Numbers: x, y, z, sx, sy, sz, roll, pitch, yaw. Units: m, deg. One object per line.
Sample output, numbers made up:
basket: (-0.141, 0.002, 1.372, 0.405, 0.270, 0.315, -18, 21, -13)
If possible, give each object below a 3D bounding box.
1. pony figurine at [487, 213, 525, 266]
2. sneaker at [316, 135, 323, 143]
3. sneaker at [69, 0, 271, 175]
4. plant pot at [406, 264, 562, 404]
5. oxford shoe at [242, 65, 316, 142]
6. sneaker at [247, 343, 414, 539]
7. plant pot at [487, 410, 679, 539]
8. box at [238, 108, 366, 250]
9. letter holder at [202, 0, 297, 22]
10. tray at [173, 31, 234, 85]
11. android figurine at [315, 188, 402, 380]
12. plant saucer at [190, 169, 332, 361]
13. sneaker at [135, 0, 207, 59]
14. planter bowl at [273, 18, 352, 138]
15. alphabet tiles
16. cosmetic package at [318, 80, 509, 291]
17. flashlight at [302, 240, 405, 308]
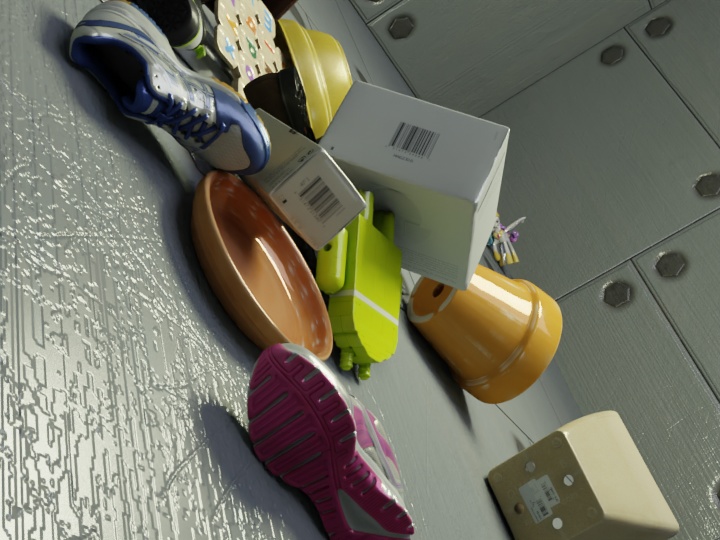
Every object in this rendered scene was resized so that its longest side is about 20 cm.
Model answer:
pony figurine: (0.497, -0.120, 3.167, 0.193, 0.165, 0.202, -8, 83, -68)
sneaker: (-0.013, -0.126, 1.288, 0.200, 0.099, 0.071, 46, 16, -49)
sneaker: (-0.168, -0.143, 0.790, 0.200, 0.075, 0.088, 39, 30, -13)
plant pot: (0.179, 0.076, 1.413, 0.183, 0.200, 0.201, 36, 22, -25)
oxford shoe: (-0.094, -0.147, 1.090, 0.073, 0.084, 0.201, -96, 173, -53)
sneaker: (-0.027, 0.134, 0.722, 0.088, 0.081, 0.201, -96, 161, -64)
plant pot: (0.300, 0.325, 1.304, 0.177, 0.200, 0.201, 22, 38, -52)
box: (-0.075, -0.097, 0.910, 0.082, 0.068, 0.200, 50, -4, -32)
letter holder: (-0.134, -0.417, 1.185, 0.142, 0.200, 0.101, 46, 13, 1)
tray: (-0.176, -0.251, 1.116, 0.200, 0.022, 0.108, 47, 19, -45)
android figurine: (0.004, 0.018, 1.010, 0.182, 0.041, 0.202, 35, 56, -59)
plant saucer: (-0.094, 0.002, 0.833, 0.201, 0.037, 0.200, 55, 13, -19)
sneaker: (-0.225, -0.325, 1.006, 0.083, 0.071, 0.201, 13, 55, -78)
planter bowl: (-0.061, -0.278, 1.311, 0.200, 0.083, 0.202, 163, -90, -83)
alphabet tiles: (-0.134, -0.266, 1.136, 0.196, 0.014, 0.201, 45, 36, -57)
cosmetic package: (0.064, -0.101, 1.117, 0.200, 0.198, 0.123, 87, 26, -59)
flashlight: (0.000, 0.000, 1.129, 0.200, 0.067, 0.068, 33, 28, -60)
